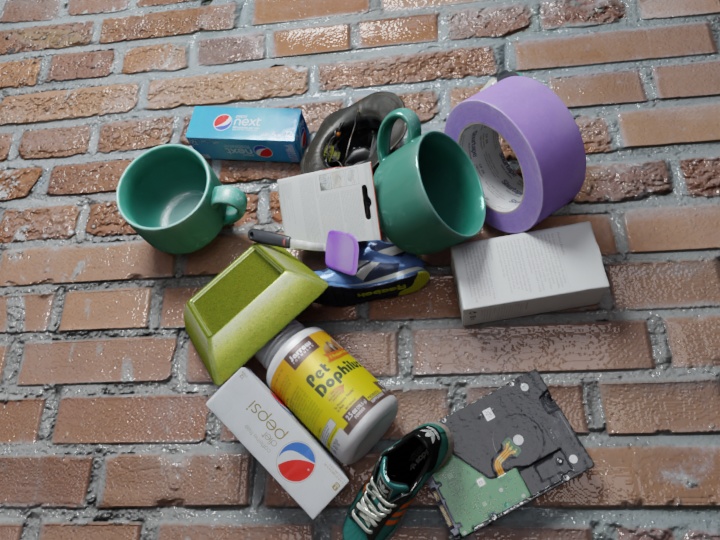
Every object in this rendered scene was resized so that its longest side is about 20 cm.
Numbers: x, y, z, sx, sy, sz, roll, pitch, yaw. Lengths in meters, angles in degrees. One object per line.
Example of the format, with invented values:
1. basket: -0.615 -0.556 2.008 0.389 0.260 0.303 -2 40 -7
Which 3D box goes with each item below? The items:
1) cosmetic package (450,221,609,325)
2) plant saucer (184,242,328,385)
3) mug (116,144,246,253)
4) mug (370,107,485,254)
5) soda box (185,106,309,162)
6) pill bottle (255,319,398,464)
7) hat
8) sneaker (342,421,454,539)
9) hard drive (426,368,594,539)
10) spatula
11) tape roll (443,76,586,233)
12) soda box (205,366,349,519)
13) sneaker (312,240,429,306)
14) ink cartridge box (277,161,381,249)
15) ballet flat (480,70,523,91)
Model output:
1. cosmetic package: 0.233 0.006 0.835 0.197 0.071 0.103 -9 65 6
2. plant saucer: -0.168 0.040 0.845 0.199 0.048 0.200 -42 32 -10
3. mug: -0.280 -0.096 0.935 0.184 0.115 0.152 38 77 22
4. mug: 0.085 -0.115 0.833 0.114 0.151 0.188 -24 64 42
5. soda box: -0.193 -0.235 1.018 0.197 0.064 0.069 5 67 11
6. pill bottle: -0.051 0.154 0.797 0.199 0.110 0.109 39 77 22
7. hat: 0.003 -0.187 0.948 0.199 0.081 0.203 -21 49 26
8. sneaker: 0.033 0.268 0.726 0.071 0.080 0.201 39 98 29
9. hard drive: 0.177 0.236 0.763 0.198 0.038 0.141 -27 65 -4
10. spatula: -0.086 -0.039 0.854 0.197 0.020 0.057 12 103 25
11. tape roll: 0.212 -0.161 0.834 0.084 0.201 0.201 -30 64 -20
12. soda box: -0.107 0.220 0.767 0.068 0.064 0.200 -43 88 -10
13. sneaker: 0.000 0.000 0.880 0.197 0.074 0.083 -9 66 -4
14. ink cartridge box: -0.037 -0.092 0.861 0.198 0.050 0.111 -2 98 43
15. ballet flat: 0.219 -0.272 0.917 0.072 0.074 0.200 3 22 8
